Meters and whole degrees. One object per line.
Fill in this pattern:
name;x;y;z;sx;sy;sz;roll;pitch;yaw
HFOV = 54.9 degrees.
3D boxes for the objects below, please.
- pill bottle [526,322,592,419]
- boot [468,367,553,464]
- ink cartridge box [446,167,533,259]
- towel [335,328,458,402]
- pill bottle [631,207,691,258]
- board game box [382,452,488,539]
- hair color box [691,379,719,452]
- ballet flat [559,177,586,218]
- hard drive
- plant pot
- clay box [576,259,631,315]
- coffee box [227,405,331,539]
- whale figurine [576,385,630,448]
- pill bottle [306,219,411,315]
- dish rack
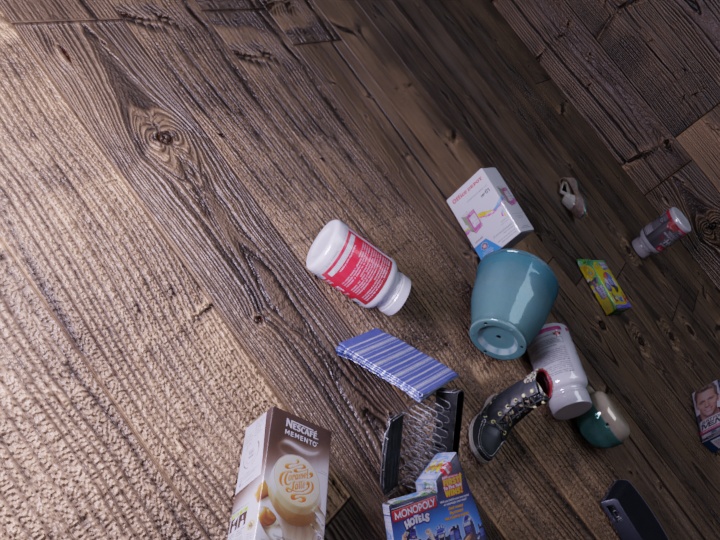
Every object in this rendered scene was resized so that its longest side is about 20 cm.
pill bottle;0.469;0.239;1.642;0.112;0.113;0.204;17;46;-36
boot;0.302;0.284;1.387;0.074;0.153;0.204;46;36;-1
ink cartridge box;0.337;-0.147;1.819;0.084;0.144;0.203;-9;65;-48
towel;0.066;0.169;1.269;0.197;0.024;0.143;27;24;29
pill bottle;1.126;-0.136;2.605;0.109;0.200;0.113;26;41;-26
board game box;0.117;0.406;1.113;0.196;0.061;0.206;-2;77;-33
hair color box;1.094;0.447;2.136;0.060;0.100;0.202;36;37;-13
ballet flat;0.732;-0.256;2.421;0.066;0.069;0.203;14;40;-11
hard drive;0.632;0.584;1.568;0.134;0.042;0.203;-16;71;-52
plant pot;0.336;0.091;1.582;0.199;0.199;0.190;39;52;-13
clay box;0.770;0.041;2.197;0.113;0.047;0.204;0;59;-47
coffee box;-0.112;0.313;0.982;0.113;0.080;0.203;29;41;-26
whale figurine;0.579;0.361;1.687;0.161;0.103;0.200;54;12;6
pill bottle;0.000;0.000;1.355;0.198;0.112;0.114;34;38;-20
dish rack;0.104;0.295;1.186;0.198;0.054;0.158;-15;112;-51
